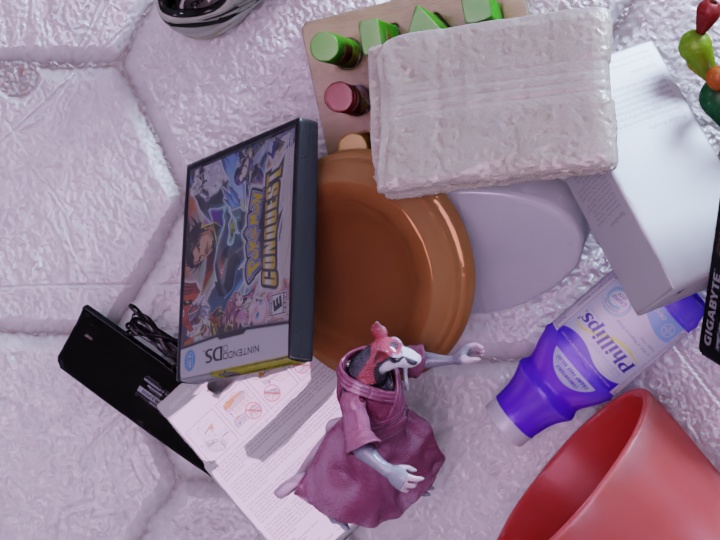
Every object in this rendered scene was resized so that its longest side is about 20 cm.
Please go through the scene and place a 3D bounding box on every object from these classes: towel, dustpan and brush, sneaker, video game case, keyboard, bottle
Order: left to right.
[{"bbox_3d":[-0.178,0.102,1.346,0.200,0.040,0.104,35,119,2],"label":"keyboard"},{"bbox_3d":[-0.099,-0.012,1.240,0.180,0.025,0.201,-15,70,52],"label":"video game case"},{"bbox_3d":[-0.091,-0.269,1.268,0.200,0.088,0.076,-37,83,12],"label":"sneaker"},{"bbox_3d":[0.102,-0.129,1.143,0.199,0.034,0.133,-5,79,18],"label":"towel"},{"bbox_3d":[0.169,-0.039,1.226,0.199,0.057,0.140,-7,128,13],"label":"dustpan and brush"},{"bbox_3d":[0.194,0.069,1.233,0.200,0.065,0.084,-41,85,13],"label":"bottle"}]

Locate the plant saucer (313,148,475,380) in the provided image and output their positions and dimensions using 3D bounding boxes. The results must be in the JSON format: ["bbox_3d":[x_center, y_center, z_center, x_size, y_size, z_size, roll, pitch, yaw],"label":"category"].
[{"bbox_3d":[0.000,0.000,1.218,0.199,0.037,0.202,9,108,29],"label":"plant saucer"}]

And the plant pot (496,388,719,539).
[{"bbox_3d":[0.232,0.226,1.184,0.177,0.200,0.201,39,102,-2],"label":"plant pot"}]

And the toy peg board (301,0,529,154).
[{"bbox_3d":[0.054,-0.138,1.237,0.199,0.098,0.201,-11,91,14],"label":"toy peg board"}]

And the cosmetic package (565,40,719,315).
[{"bbox_3d":[0.228,-0.075,1.171,0.101,0.074,0.201,-19,76,-21],"label":"cosmetic package"}]

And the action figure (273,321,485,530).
[{"bbox_3d":[0.011,0.112,1.187,0.148,0.134,0.201,18,136,25],"label":"action figure"}]

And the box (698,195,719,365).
[{"bbox_3d":[0.363,-0.031,1.118,0.197,0.050,0.201,-8,113,-24],"label":"box"}]

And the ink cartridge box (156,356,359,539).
[{"bbox_3d":[-0.059,0.145,1.302,0.161,0.050,0.200,-43,78,4],"label":"ink cartridge box"}]

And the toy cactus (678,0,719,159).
[{"bbox_3d":[0.328,-0.124,1.179,0.199,0.103,0.165,21,125,-13],"label":"toy cactus"}]
